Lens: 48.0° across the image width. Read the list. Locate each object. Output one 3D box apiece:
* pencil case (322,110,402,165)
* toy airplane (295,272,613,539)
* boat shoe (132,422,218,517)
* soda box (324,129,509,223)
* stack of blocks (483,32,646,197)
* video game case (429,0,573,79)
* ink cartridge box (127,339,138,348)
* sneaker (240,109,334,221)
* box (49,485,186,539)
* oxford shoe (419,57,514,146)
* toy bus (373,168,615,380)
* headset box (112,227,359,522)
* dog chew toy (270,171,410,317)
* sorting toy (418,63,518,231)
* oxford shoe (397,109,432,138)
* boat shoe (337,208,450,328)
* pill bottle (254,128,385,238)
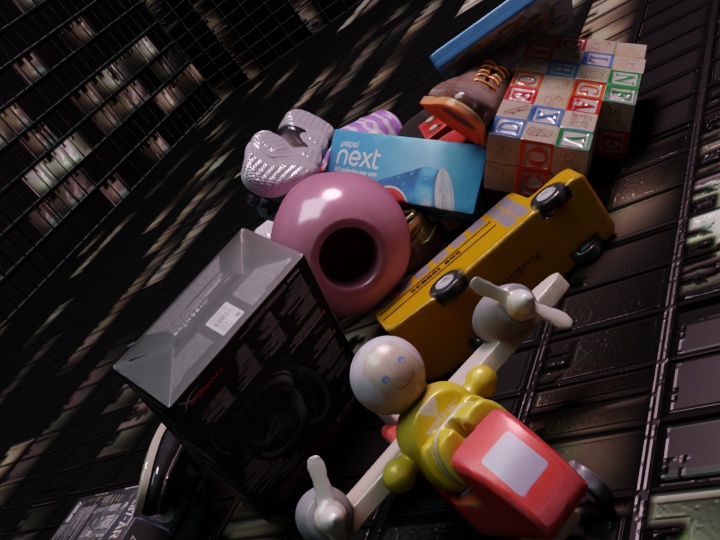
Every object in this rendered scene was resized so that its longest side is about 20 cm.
[{"bbox_3d":[-0.027,-0.157,1.140,0.199,0.085,0.085,-29,22,-28],"label":"pencil case"},{"bbox_3d":[0.041,0.092,0.493,0.198,0.141,0.201,-29,23,29],"label":"toy airplane"},{"bbox_3d":[-0.155,0.176,0.730,0.199,0.065,0.076,152,135,-85],"label":"boat shoe"},{"bbox_3d":[0.056,-0.096,0.832,0.198,0.064,0.069,14,89,40],"label":"soda box"},{"bbox_3d":[0.193,-0.144,0.748,0.114,0.059,0.201,12,44,17],"label":"stack of blocks"},{"bbox_3d":[0.151,-0.235,0.823,0.142,0.018,0.200,-33,-5,16],"label":"video game case"},{"bbox_3d":[-0.153,0.096,0.851,0.198,0.119,0.042,-24,31,35],"label":"ink cartridge box"},{"bbox_3d":[-0.087,-0.094,0.872,0.115,0.075,0.201,-64,0,29],"label":"sneaker"},{"bbox_3d":[-0.267,0.297,0.749,0.159,0.044,0.201,-22,27,39],"label":"box"},{"bbox_3d":[0.104,-0.166,0.751,0.073,0.071,0.200,-56,2,15],"label":"oxford shoe"},{"bbox_3d":[0.109,0.001,0.670,0.199,0.065,0.078,-41,19,0],"label":"toy bus"},{"bbox_3d":[-0.081,0.093,0.656,0.077,0.201,0.149,23,62,35],"label":"headset box"},{"bbox_3d":[-0.026,-0.034,0.748,0.124,0.125,0.200,-39,17,1],"label":"dog chew toy"},{"bbox_3d":[0.147,-0.161,0.925,0.199,0.070,0.199,-36,21,11],"label":"sorting toy"},{"bbox_3d":[0.135,-0.209,1.058,0.198,0.072,0.071,-30,-3,12],"label":"oxford shoe"},{"bbox_3d":[0.000,0.000,0.854,0.199,0.068,0.072,-32,23,23],"label":"boat shoe"},{"bbox_3d":[-0.028,-0.071,0.987,0.199,0.113,0.113,-34,21,15],"label":"pill bottle"}]
